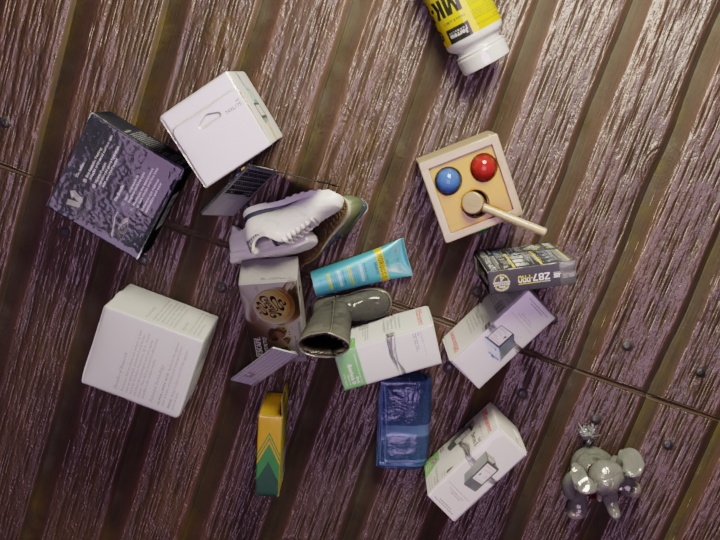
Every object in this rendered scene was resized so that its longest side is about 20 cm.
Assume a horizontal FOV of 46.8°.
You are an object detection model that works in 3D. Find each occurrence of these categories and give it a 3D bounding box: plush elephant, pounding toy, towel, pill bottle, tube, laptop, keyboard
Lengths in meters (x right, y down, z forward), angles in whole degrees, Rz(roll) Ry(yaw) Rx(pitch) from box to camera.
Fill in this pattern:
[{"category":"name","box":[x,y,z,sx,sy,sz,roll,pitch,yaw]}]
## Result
[{"category":"plush elephant","box":[0.489,0.424,1.676,0.162,0.155,0.204,-16,103,4]},{"category":"pounding toy","box":[0.224,-0.141,1.562,0.181,0.142,0.203,-20,101,5]},{"category":"towel","box":[0.089,0.310,1.711,0.109,0.049,0.204,2,102,-1]},{"category":"pill bottle","box":[0.187,-0.466,1.504,0.113,0.114,0.202,-26,101,6]},{"category":"tube","box":[0.000,0.000,1.649,0.196,0.050,0.079,-17,109,-1]},{"category":"laptop","box":[-0.164,-0.132,1.534,0.200,0.187,0.116,-43,85,9]},{"category":"keyboard","box":[-0.191,0.190,1.635,0.055,0.200,0.011,12,60,-29]}]

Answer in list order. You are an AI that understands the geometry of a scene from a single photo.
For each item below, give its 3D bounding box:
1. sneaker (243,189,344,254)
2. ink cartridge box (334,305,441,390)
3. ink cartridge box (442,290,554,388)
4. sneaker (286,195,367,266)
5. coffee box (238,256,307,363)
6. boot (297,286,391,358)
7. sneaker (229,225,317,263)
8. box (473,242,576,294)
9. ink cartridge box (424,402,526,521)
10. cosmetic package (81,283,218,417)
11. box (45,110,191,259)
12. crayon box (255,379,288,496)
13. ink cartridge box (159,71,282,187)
[{"category":"sneaker","box":[-0.119,-0.088,1.519,0.197,0.076,0.082,-17,65,16]},{"category":"ink cartridge box","box":[0.053,0.149,1.625,0.196,0.146,0.086,-16,102,4]},{"category":"ink cartridge box","box":[0.263,0.111,1.615,0.086,0.147,0.200,42,100,-10]},{"category":"sneaker","box":[-0.059,-0.076,1.615,0.200,0.089,0.068,-43,71,36]},{"category":"coffee box","box":[-0.165,0.080,1.611,0.111,0.080,0.203,-3,126,0]},{"category":"boot","box":[-0.025,0.097,1.587,0.178,0.200,0.074,-10,103,3]},{"category":"sneaker","box":[-0.174,-0.069,1.596,0.197,0.075,0.090,-9,84,27]},{"category":"box","box":[0.303,-0.008,1.561,0.158,0.200,0.050,-9,101,2]},{"category":"ink cartridge box","box":[0.227,0.381,1.675,0.084,0.146,0.200,43,99,-7]},{"category":"cosmetic package","box":[-0.405,0.152,1.622,0.197,0.165,0.168,20,103,-3]},{"category":"box","box":[-0.450,-0.164,1.576,0.198,0.118,0.199,30,101,-7]},{"category":"crayon box","box":[-0.178,0.333,1.680,0.050,0.127,0.204,4,102,0]},{"category":"ink cartridge box","box":[-0.246,-0.260,1.510,0.145,0.200,0.147,-31,101,8]}]
